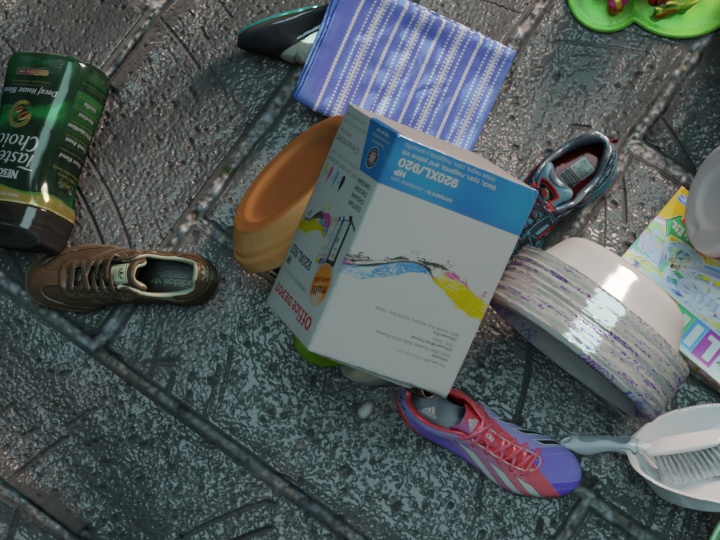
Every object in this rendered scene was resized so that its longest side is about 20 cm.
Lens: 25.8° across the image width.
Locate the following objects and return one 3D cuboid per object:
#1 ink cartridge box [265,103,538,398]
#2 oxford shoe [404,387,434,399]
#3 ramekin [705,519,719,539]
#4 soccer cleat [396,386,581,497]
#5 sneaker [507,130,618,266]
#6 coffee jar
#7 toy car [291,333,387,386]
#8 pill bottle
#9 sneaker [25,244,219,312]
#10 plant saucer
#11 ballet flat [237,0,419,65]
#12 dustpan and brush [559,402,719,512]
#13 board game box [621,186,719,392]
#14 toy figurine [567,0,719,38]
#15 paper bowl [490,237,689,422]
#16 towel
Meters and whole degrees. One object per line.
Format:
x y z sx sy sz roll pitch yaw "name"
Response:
0.032 -0.018 1.380 0.144 0.147 0.201 20 99 -23 "ink cartridge box"
0.095 0.029 1.482 0.071 0.073 0.201 16 106 -33 "oxford shoe"
0.416 0.301 1.501 0.199 0.098 0.201 0 78 1 "ramekin"
0.125 0.165 1.546 0.199 0.076 0.067 28 80 7 "soccer cleat"
0.177 -0.075 1.585 0.200 0.096 0.079 -43 80 -8 "sneaker"
-0.329 -0.118 1.605 0.104 0.085 0.201 7 78 22 "coffee jar"
0.000 0.000 1.554 0.200 0.175 0.150 -46 44 -1 "toy car"
0.429 -0.047 1.540 0.199 0.113 0.114 14 78 -20 "pill bottle"
-0.244 0.001 1.588 0.199 0.076 0.071 -2 78 0 "sneaker"
-0.056 -0.084 1.546 0.037 0.200 0.200 44 81 -23 "plant saucer"
-0.028 -0.251 1.642 0.199 0.073 0.073 -21 78 -6 "ballet flat"
0.290 0.177 1.534 0.199 0.140 0.057 -11 120 33 "dustpan and brush"
0.358 0.030 1.591 0.200 0.034 0.135 40 82 9 "board game box"
0.313 -0.329 1.592 0.199 0.184 0.151 -17 78 -2 "toy figurine"
0.226 0.046 1.502 0.200 0.201 0.105 36 86 8 "paper bowl"
0.045 -0.201 1.615 0.199 0.024 0.145 23 96 -8 "towel"
